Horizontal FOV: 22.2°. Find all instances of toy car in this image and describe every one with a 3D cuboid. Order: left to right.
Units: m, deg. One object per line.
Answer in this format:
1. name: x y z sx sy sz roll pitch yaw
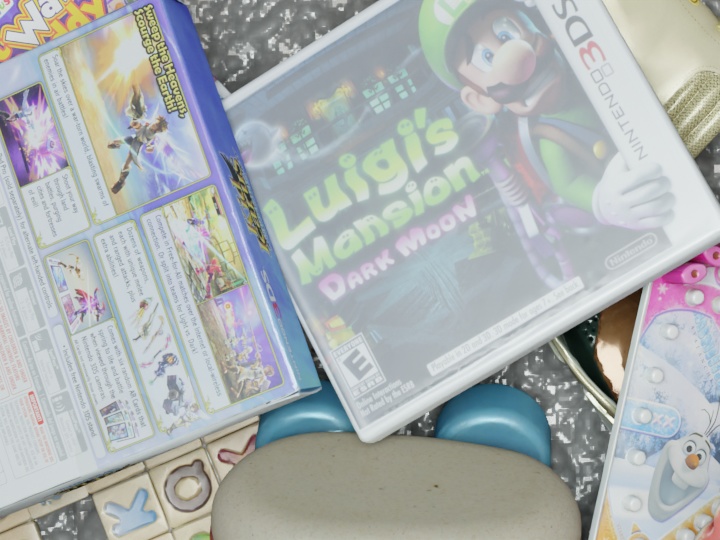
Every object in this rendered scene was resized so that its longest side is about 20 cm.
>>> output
1. toy car: 0.017 0.185 0.892 0.175 0.185 0.202 1 116 4

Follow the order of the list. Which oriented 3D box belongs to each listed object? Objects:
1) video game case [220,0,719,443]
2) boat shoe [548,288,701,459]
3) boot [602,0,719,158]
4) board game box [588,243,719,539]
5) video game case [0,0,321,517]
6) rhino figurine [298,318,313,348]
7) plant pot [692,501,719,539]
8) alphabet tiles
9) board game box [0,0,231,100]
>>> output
1. video game case: 0.045 -0.046 0.866 0.199 0.023 0.183 -31 76 11
2. boat shoe: 0.118 0.005 0.917 0.074 0.068 0.201 -32 86 2
3. boot: 0.151 -0.154 0.921 0.155 0.073 0.201 37 84 1
4. board game box: 0.214 0.088 0.887 0.198 0.026 0.202 13 89 -21
5. video game case: -0.135 -0.005 0.880 0.180 0.045 0.202 -22 83 15
6. rhino figurine: 0.000 0.000 0.917 0.198 0.060 0.089 -2 87 18
7. plant pot: 0.247 0.122 0.776 0.177 0.200 0.201 37 91 14
8. alphabet tiles: -0.139 0.081 0.964 0.166 0.008 0.202 -23 87 3
9. board game box: -0.173 -0.060 0.949 0.200 0.045 0.135 -44 82 0
